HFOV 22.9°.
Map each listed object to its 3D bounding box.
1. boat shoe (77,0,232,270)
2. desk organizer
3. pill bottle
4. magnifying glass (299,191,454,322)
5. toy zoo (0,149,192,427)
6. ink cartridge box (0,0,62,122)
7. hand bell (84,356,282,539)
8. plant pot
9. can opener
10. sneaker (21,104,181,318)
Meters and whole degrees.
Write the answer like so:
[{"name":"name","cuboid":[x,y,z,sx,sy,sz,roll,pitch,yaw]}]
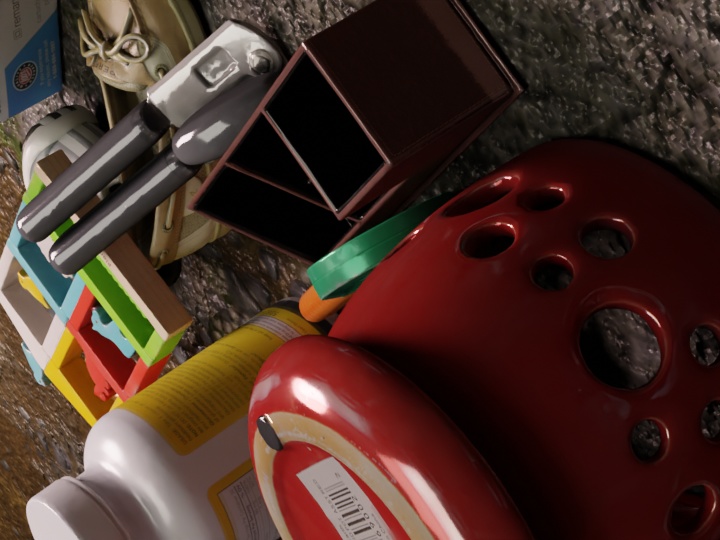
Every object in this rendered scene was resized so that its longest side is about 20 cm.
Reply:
[{"name":"boat shoe","cuboid":[-0.122,-0.094,0.997,0.073,0.063,0.202,30,142,41]},{"name":"desk organizer","cuboid":[-0.010,-0.057,0.842,0.072,0.077,0.200,54,152,5]},{"name":"pill bottle","cuboid":[-0.083,0.108,0.998,0.112,0.200,0.112,38,147,31]},{"name":"magnifying glass","cuboid":[0.000,0.000,0.902,0.022,0.079,0.200,62,163,2]},{"name":"toy zoo","cuboid":[-0.174,0.026,1.103,0.131,0.020,0.200,51,148,10]},{"name":"ink cartridge box","cuboid":[-0.306,-0.156,1.081,0.146,0.200,0.147,42,150,25]},{"name":"hand bell","cuboid":[-0.116,0.109,1.159,0.200,0.104,0.105,37,146,36]},{"name":"plant pot","cuboid":[0.064,0.072,0.751,0.200,0.182,0.201,41,150,30]},{"name":"can opener","cuboid":[-0.113,-0.062,0.950,0.200,0.067,0.053,-35,104,33]},{"name":"sneaker","cuboid":[-0.161,-0.001,1.149,0.115,0.075,0.201,35,144,32]}]
